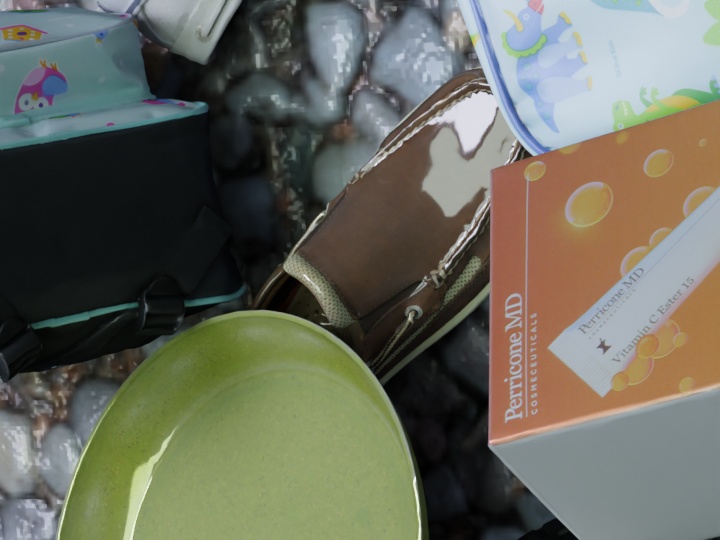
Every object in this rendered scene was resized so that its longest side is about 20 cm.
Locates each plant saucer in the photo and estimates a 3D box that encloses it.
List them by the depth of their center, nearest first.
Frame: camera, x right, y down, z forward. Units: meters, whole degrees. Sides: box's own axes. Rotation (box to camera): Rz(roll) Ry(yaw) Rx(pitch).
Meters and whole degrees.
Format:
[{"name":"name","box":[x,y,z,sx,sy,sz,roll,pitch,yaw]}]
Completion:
[{"name":"plant saucer","box":[-0.043,0.116,1.156,0.200,0.031,0.201,-13,71,41]}]

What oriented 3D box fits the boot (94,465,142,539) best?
[{"name":"boot","box":[-0.053,0.157,1.260,0.095,0.074,0.201,-2,105,22]}]

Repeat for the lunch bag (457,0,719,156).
[{"name":"lunch bag","box":[0.104,-0.146,1.120,0.160,0.082,0.201,-21,87,28]}]

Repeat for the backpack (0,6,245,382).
[{"name":"backpack","box":[-0.171,-0.025,1.224,0.200,0.175,0.154,-15,92,54]}]

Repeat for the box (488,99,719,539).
[{"name":"box","box":[0.154,0.010,1.063,0.199,0.097,0.125,-17,51,25]}]

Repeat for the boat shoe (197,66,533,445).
[{"name":"boat shoe","box":[0.004,0.004,1.197,0.075,0.075,0.203,42,114,17]}]

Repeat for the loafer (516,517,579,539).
[{"name":"loafer","box":[0.060,0.168,1.201,0.201,0.070,0.068,-43,35,14]}]

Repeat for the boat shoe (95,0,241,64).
[{"name":"boat shoe","box":[-0.027,-0.166,1.204,0.070,0.071,0.200,35,110,-10]}]
